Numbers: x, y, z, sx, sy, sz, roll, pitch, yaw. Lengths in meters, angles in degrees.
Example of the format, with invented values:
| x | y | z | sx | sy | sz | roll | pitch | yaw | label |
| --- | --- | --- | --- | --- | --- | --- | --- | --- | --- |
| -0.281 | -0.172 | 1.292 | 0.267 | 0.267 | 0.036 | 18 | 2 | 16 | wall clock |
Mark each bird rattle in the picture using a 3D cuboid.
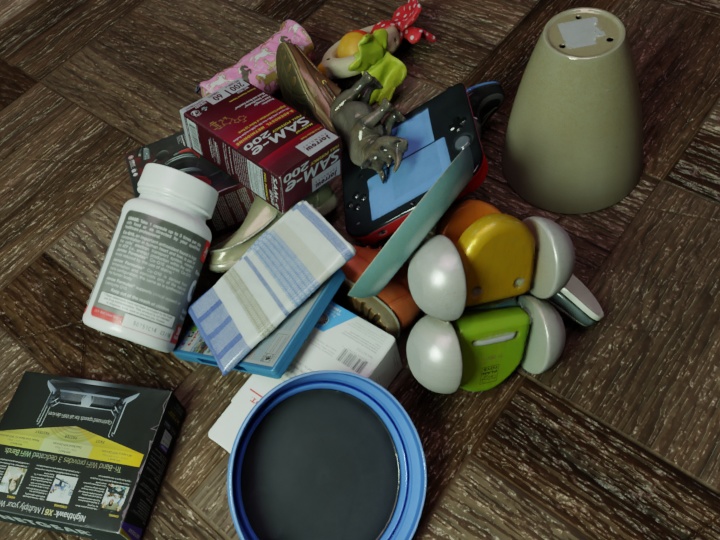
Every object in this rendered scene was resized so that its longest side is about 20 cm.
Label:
| x | y | z | sx | sy | sz | roll | pitch | yaw | label |
| --- | --- | --- | --- | --- | --- | --- | --- | --- | --- |
| 0.015 | -0.349 | 1.134 | 0.160 | 0.113 | 0.203 | -2 | 49 | 30 | bird rattle |

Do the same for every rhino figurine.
| x | y | z | sx | sy | sz | roll | pitch | yaw | label |
| --- | --- | --- | --- | --- | --- | --- | --- | --- | --- |
| 0.014 | -0.180 | 0.956 | 0.087 | 0.059 | 0.202 | -42 | 42 | 16 | rhino figurine |

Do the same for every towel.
| x | y | z | sx | sy | sz | roll | pitch | yaw | label |
| --- | --- | --- | --- | --- | --- | --- | --- | --- | --- |
| -0.104 | 0.013 | 0.846 | 0.200 | 0.024 | 0.147 | -44 | 38 | -3 | towel |

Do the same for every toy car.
| x | y | z | sx | sy | sz | roll | pitch | yaw | label |
| --- | --- | --- | --- | --- | --- | --- | --- | --- | --- |
| 0.121 | 0.024 | 0.788 | 0.171 | 0.204 | 0.150 | -10 | 26 | -19 | toy car |

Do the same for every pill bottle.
| x | y | z | sx | sy | sz | roll | pitch | yaw | label |
| --- | --- | --- | --- | --- | --- | --- | --- | --- | --- |
| -0.246 | -0.015 | 0.889 | 0.112 | 0.114 | 0.204 | 15 | 81 | 21 | pill bottle |

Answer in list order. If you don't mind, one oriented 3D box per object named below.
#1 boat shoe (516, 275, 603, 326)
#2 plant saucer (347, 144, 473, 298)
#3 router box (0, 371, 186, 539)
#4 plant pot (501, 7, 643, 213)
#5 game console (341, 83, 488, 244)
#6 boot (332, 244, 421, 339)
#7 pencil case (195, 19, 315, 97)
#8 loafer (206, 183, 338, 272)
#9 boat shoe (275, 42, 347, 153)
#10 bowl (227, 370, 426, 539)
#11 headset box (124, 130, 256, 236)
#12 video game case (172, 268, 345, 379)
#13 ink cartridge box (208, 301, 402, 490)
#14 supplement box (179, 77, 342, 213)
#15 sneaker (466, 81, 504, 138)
| x | y | z | sx | sy | sz | roll | pitch | yaw | label |
| --- | --- | --- | --- | --- | --- | --- | --- | --- | --- |
| 0.194 | 0.008 | 0.871 | 0.199 | 0.072 | 0.062 | 41 | 113 | 25 | boat shoe |
| 0.058 | -0.044 | 0.780 | 0.027 | 0.200 | 0.201 | 39 | 66 | 1 | plant saucer |
| -0.313 | 0.204 | 0.820 | 0.195 | 0.053 | 0.160 | 5 | 56 | 15 | router box |
| 0.266 | -0.209 | 0.913 | 0.183 | 0.202 | 0.190 | -6 | 53 | 8 | plant pot |
| 0.061 | -0.136 | 0.941 | 0.197 | 0.031 | 0.180 | -26 | 49 | 22 | game console |
| 0.000 | 0.000 | 0.903 | 0.107 | 0.076 | 0.199 | -37 | 59 | -26 | boot |
| -0.158 | -0.303 | 1.142 | 0.086 | 0.083 | 0.199 | 42 | 70 | 16 | pencil case |
| -0.121 | -0.067 | 0.957 | 0.198 | 0.069 | 0.075 | -35 | 18 | -23 | loafer |
| -0.062 | -0.247 | 1.076 | 0.067 | 0.072 | 0.203 | -20 | 71 | -28 | boat shoe |
| -0.032 | 0.200 | 0.714 | 0.196 | 0.039 | 0.206 | 4 | 76 | -18 | bowl |
| -0.212 | -0.128 | 1.028 | 0.196 | 0.076 | 0.150 | -22 | 52 | -6 | headset box |
| -0.122 | 0.052 | 0.861 | 0.197 | 0.018 | 0.144 | 2 | 50 | 45 | video game case |
| -0.057 | 0.140 | 0.806 | 0.115 | 0.068 | 0.201 | 26 | 63 | 27 | ink cartridge box |
| -0.129 | -0.166 | 0.950 | 0.199 | 0.062 | 0.108 | 34 | 56 | 28 | supplement box |
| 0.137 | -0.169 | 0.996 | 0.082 | 0.071 | 0.201 | 29 | 71 | 27 | sneaker |
